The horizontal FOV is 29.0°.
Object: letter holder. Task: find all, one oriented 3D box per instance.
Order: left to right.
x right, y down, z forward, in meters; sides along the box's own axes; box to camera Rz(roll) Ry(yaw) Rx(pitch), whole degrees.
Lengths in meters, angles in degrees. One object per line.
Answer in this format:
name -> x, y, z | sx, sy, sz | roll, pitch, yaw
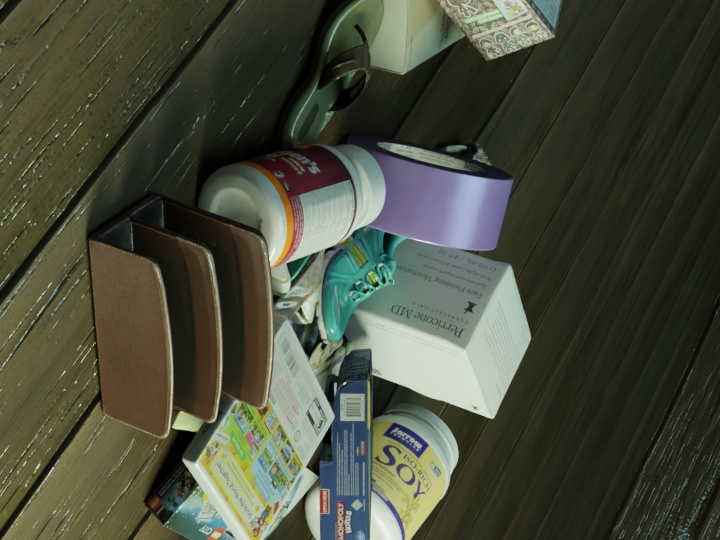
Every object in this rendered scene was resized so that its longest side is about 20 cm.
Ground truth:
letter holder -> -0.162, 0.053, 1.293 | 0.101, 0.141, 0.202 | -41, 142, -47

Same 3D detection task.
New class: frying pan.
frying pan -> -0.087, 0.058, 1.593 | 0.116, 0.031, 0.190 | -66, 158, -14

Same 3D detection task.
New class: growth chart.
growth chart -> -0.052, 0.147, 1.696 | 0.200, 0.018, 0.146 | -11, 119, -72

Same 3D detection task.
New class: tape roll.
tape roll -> 0.072, -0.092, 1.609 | 0.200, 0.198, 0.086 | -8, 114, -63

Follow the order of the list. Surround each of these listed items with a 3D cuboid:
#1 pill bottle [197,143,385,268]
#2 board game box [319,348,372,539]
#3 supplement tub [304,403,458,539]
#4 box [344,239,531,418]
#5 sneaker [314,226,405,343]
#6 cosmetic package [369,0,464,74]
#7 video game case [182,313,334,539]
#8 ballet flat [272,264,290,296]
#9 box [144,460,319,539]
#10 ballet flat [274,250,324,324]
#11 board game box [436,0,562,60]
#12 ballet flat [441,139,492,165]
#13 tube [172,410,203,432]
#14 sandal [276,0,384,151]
pill bottle -> -0.066, -0.070, 1.428 | 0.199, 0.109, 0.111 | -22, 127, -52
board game box -> -0.016, 0.203, 1.679 | 0.200, 0.061, 0.202 | -85, 175, -80
supplement tub -> 0.032, 0.285, 1.854 | 0.200, 0.144, 0.147 | -45, 145, -44
box -> 0.092, 0.063, 1.758 | 0.131, 0.197, 0.200 | -61, 154, -21
sneaker -> 0.000, 0.000, 1.644 | 0.078, 0.079, 0.201 | 72, 35, -48
cosmetic package -> 0.071, -0.309, 1.608 | 0.200, 0.071, 0.106 | -41, 141, -48
video game case -> -0.102, 0.173, 1.458 | 0.183, 0.023, 0.201 | -58, 150, -26
ballet flat -> -0.118, 0.026, 1.446 | 0.201, 0.075, 0.068 | -55, 150, -33
box -> -0.138, 0.243, 1.539 | 0.137, 0.038, 0.200 | -48, 149, -4
ballet flat -> -0.090, 0.046, 1.516 | 0.200, 0.068, 0.068 | -50, 118, -31
board game box -> 0.138, -0.366, 1.544 | 0.200, 0.096, 0.161 | 43, 48, -34
ballet flat -> 0.114, -0.130, 1.849 | 0.200, 0.075, 0.065 | -30, 103, -61
tube -> -0.141, 0.158, 1.529 | 0.200, 0.051, 0.059 | 39, 35, -61
sandal -> -0.021, -0.203, 1.496 | 0.202, 0.057, 0.080 | -64, 149, -5
